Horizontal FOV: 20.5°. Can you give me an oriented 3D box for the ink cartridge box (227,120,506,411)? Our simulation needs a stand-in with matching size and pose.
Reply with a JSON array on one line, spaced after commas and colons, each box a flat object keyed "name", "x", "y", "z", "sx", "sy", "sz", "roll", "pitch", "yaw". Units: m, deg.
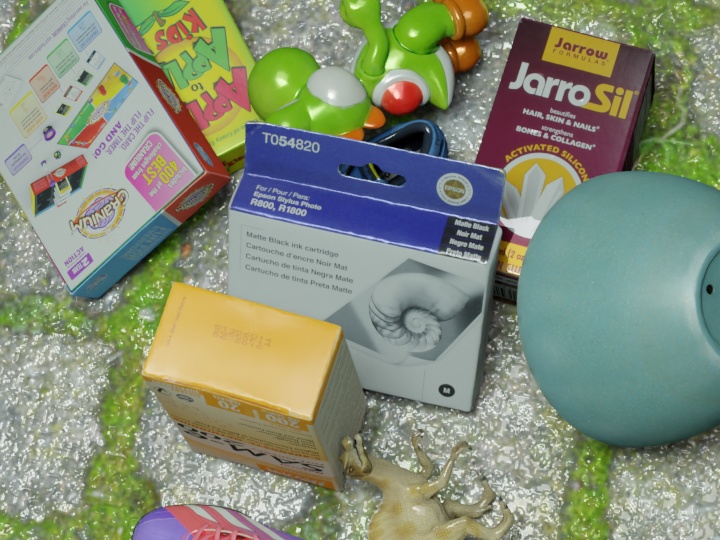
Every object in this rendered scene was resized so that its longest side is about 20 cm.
[{"name": "ink cartridge box", "x": 0.000, "y": 0.000, "z": 1.455, "sx": 0.199, "sy": 0.201, "sz": 0.041, "roll": 11, "pitch": 37, "yaw": 10}]

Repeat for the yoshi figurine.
[{"name": "yoshi figurine", "x": -0.006, "y": -0.159, "z": 1.522, "sx": 0.200, "sy": 0.112, "sz": 0.113, "roll": -33, "pitch": 109, "yaw": -23}]

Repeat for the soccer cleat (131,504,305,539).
[{"name": "soccer cleat", "x": -0.076, "y": 0.213, "z": 1.454, "sx": 0.199, "sy": 0.073, "sz": 0.069, "roll": 17, "pitch": 76, "yaw": 11}]

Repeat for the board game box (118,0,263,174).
[{"name": "board game box", "x": -0.143, "y": -0.170, "z": 1.590, "sx": 0.101, "sy": 0.048, "sz": 0.201, "roll": -27, "pitch": 72, "yaw": -2}]

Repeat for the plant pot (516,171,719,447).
[{"name": "plant pot", "x": 0.229, "y": 0.024, "z": 1.396, "sx": 0.199, "sy": 0.135, "sz": 0.201, "roll": 2, "pitch": 86, "yaw": -29}]

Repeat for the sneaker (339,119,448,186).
[{"name": "sneaker", "x": -0.019, "y": -0.049, "z": 1.525, "sx": 0.200, "sy": 0.078, "sz": 0.066, "roll": -37, "pitch": 75, "yaw": -4}]

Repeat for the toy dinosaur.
[{"name": "toy dinosaur", "x": 0.058, "y": 0.190, "z": 1.460, "sx": 0.101, "sy": 0.058, "sz": 0.201, "roll": -32, "pitch": 96, "yaw": -4}]

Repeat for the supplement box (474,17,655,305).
[{"name": "supplement box", "x": 0.145, "y": -0.075, "z": 1.508, "sx": 0.110, "sy": 0.086, "sz": 0.201, "roll": 15, "pitch": 76, "yaw": 11}]

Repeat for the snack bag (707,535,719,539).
[{"name": "snack bag", "x": 0.216, "y": 0.316, "z": 1.419, "sx": 0.188, "sy": 0.021, "sz": 0.201, "roll": -26, "pitch": 75, "yaw": -1}]

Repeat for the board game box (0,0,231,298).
[{"name": "board game box", "x": -0.211, "y": -0.103, "z": 1.550, "sx": 0.153, "sy": 0.040, "sz": 0.200, "roll": -40, "pitch": 70, "yaw": 19}]

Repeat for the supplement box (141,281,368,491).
[{"name": "supplement box", "x": -0.071, "y": 0.087, "z": 1.425, "sx": 0.125, "sy": 0.200, "sz": 0.074, "roll": 14, "pitch": 72, "yaw": 11}]
